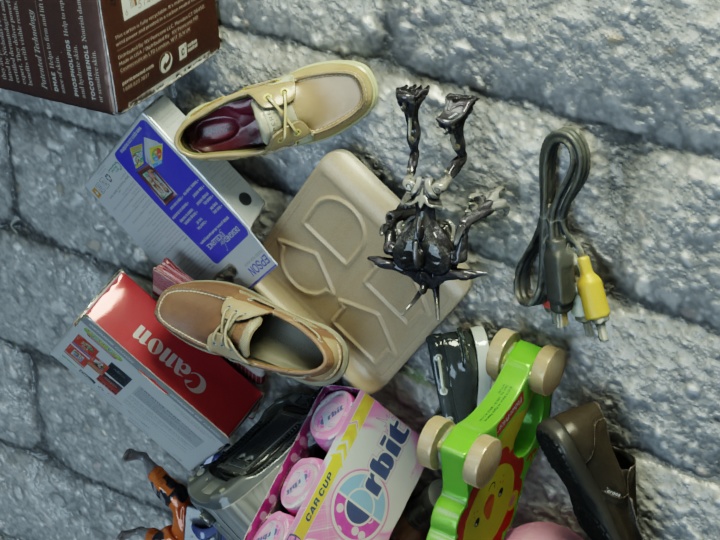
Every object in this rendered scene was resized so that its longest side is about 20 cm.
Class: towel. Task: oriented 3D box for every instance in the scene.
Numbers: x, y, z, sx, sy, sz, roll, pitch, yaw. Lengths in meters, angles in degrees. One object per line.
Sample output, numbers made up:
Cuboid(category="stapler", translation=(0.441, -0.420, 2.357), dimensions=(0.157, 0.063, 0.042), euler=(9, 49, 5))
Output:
Cuboid(category="towel", translation=(-0.157, 0.075, 1.838), dimensions=(0.144, 0.023, 0.200), euler=(35, 154, 10))

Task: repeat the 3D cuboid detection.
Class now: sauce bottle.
Cuboid(category="sauce bottle", translation=(0.034, 0.275, 1.837), dimensions=(0.065, 0.065, 0.200), euler=(48, 133, 1))

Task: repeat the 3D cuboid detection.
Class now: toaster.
Cuboid(category="toaster", translation=(-0.070, 0.218, 1.810), dimensions=(0.129, 0.200, 0.114), euler=(56, 157, -20))

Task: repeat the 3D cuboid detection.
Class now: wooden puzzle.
Cuboid(category="wooden puzzle", translation=(0.000, 0.000, 1.700), dimensions=(0.185, 0.046, 0.200), euler=(44, 131, 5))

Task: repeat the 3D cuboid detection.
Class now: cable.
Cuboid(category="cable", translation=(0.178, -0.035, 1.559), dimensions=(0.097, 0.050, 0.201), euler=(17, 116, 49))

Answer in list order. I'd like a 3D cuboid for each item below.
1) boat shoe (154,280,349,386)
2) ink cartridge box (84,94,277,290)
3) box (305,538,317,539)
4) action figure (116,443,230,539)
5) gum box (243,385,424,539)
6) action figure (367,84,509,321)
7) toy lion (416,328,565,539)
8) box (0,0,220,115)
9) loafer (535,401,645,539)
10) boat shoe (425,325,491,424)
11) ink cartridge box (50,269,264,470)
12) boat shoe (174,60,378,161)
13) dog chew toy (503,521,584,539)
Cuboid(category="boat shoe", translation=(-0.108, 0.056, 1.701), dimensions=(0.199, 0.072, 0.076), euler=(15, 90, 11))
Cuboid(category="ink cartridge box", translation=(-0.173, -0.057, 1.766), dimensions=(0.200, 0.043, 0.198), euler=(49, 148, -2))
Cuboid(category="box", translation=(0.017, 0.383, 1.635), dimensions=(0.199, 0.131, 0.199), euler=(13, 115, -3))
Cuboid(category="action figure", translation=(-0.177, 0.254, 1.987), dimensions=(0.193, 0.105, 0.201), euler=(15, 99, 21))
Cuboid(category="gum box", translation=(-0.025, 0.228, 1.730), dimensions=(0.113, 0.200, 0.066), euler=(40, 157, -31))
Cuboid(category="action figure", translation=(0.072, -0.061, 1.567), dimensions=(0.119, 0.102, 0.201), euler=(11, 108, 30))
Cuboid(category="toy lion", translation=(0.120, 0.184, 1.622), dimensions=(0.069, 0.200, 0.192), euler=(19, 139, 27))
Cuboid(category="box", translation=(-0.262, -0.265, 1.640), dimensions=(0.199, 0.166, 0.165), euler=(14, 126, 30))
Cuboid(category="loafer", translation=(0.234, 0.203, 1.631), dimensions=(0.073, 0.071, 0.200), euler=(39, 161, 55))
Cuboid(category="boat shoe", translation=(0.092, 0.145, 1.693), dimensions=(0.060, 0.076, 0.201), euler=(-4, 111, -5))
Cuboid(category="ink cartridge box", translation=(-0.207, 0.102, 1.825), dimensions=(0.200, 0.084, 0.176), euler=(41, 155, -6))
Cuboid(category="boat shoe", translation=(-0.080, -0.139, 1.619), dimensions=(0.199, 0.066, 0.074), euler=(-18, 101, 21))
Cuboid(category="dog chew toy", translation=(0.141, 0.306, 1.740), dimensions=(0.200, 0.124, 0.125), euler=(1, 118, 45))
